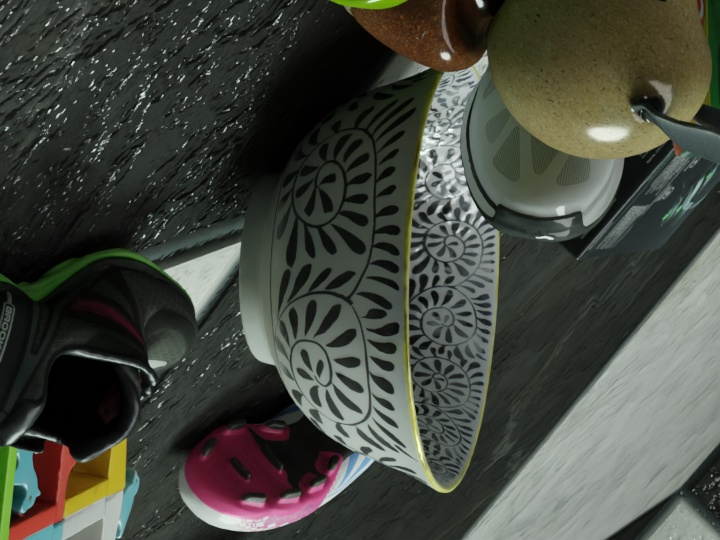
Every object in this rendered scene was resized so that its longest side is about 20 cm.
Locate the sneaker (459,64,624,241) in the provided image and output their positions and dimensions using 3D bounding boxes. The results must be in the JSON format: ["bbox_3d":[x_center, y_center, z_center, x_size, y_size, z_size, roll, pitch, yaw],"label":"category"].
[{"bbox_3d":[0.088,-0.116,1.233,0.115,0.076,0.201,91,8,-50],"label":"sneaker"}]

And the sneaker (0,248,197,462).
[{"bbox_3d":[-0.120,0.042,1.142,0.077,0.084,0.200,-50,166,19],"label":"sneaker"}]

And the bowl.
[{"bbox_3d":[0.000,0.000,1.284,0.201,0.094,0.201,2,90,-77],"label":"bowl"}]

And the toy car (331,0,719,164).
[{"bbox_3d":[0.101,-0.109,1.108,0.158,0.200,0.164,-49,166,16],"label":"toy car"}]

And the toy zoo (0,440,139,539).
[{"bbox_3d":[-0.144,0.111,1.239,0.200,0.020,0.131,-24,122,-71],"label":"toy zoo"}]

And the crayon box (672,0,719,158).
[{"bbox_3d":[0.161,-0.158,1.235,0.051,0.200,0.127,-6,174,-4],"label":"crayon box"}]

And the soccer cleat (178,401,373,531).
[{"bbox_3d":[-0.048,0.122,1.609,0.086,0.070,0.200,-54,164,30],"label":"soccer cleat"}]

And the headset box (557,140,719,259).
[{"bbox_3d":[0.171,-0.101,1.561,0.174,0.093,0.200,-50,166,16],"label":"headset box"}]
